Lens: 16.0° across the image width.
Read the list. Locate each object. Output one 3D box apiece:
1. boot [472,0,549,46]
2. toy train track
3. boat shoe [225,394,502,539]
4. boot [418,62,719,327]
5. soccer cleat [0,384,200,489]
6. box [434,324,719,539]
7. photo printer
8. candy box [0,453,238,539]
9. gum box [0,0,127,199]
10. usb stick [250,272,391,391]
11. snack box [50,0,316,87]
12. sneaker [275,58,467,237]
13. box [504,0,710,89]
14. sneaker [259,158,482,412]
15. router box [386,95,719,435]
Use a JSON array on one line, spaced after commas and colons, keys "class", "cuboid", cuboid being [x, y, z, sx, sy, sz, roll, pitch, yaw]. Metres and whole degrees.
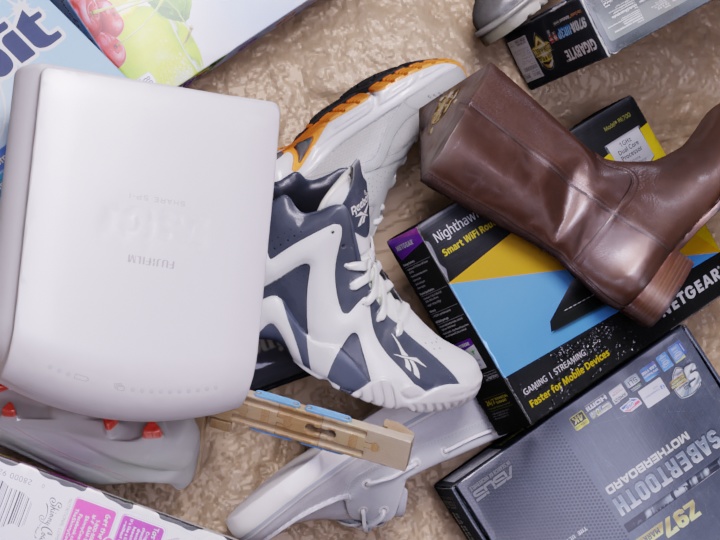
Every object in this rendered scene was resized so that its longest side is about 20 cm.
[{"class": "boot", "cuboid": [0.070, -0.273, 1.708, 0.200, 0.073, 0.182, 43, 63, -14]}, {"class": "toy train track", "cuboid": [-0.062, 0.082, 1.606, 0.200, 0.033, 0.115, 16, 121, 9]}, {"class": "boat shoe", "cuboid": [0.008, 0.131, 1.664, 0.200, 0.072, 0.069, -31, 90, -24]}, {"class": "boot", "cuboid": [0.144, -0.086, 1.654, 0.200, 0.064, 0.187, 34, 61, -9]}, {"class": "soccer cleat", "cuboid": [-0.196, 0.095, 1.599, 0.200, 0.078, 0.069, 13, 51, 15]}, {"class": "box", "cuboid": [0.173, 0.154, 1.706, 0.200, 0.051, 0.158, -33, 95, -13]}, {"class": "photo printer", "cuboid": [-0.135, -0.012, 1.518, 0.166, 0.069, 0.200, 9, 82, -22]}, {"class": "candy box", "cuboid": [-0.168, 0.165, 1.578, 0.200, 0.136, 0.061, 21, 83, -11]}, {"class": "gum box", "cuboid": [-0.249, -0.108, 1.580, 0.170, 0.045, 0.200, -39, 76, -27]}, {"class": "usb stick", "cuboid": [-0.067, 0.052, 1.665, 0.200, 0.033, 0.056, -19, 97, -14]}, {"class": "snack box", "cuboid": [-0.112, -0.220, 1.660, 0.200, 0.068, 0.169, -36, 94, -16]}, {"class": "sneaker", "cuboid": [-0.004, -0.061, 1.678, 0.200, 0.076, 0.092, -36, 102, -6]}, {"class": "box", "cuboid": [0.207, -0.193, 1.689, 0.200, 0.159, 0.046, -29, 94, -15]}, {"class": "sneaker", "cuboid": [0.000, 0.000, 1.601, 0.199, 0.080, 0.130, 25, 112, 2]}, {"class": "router box", "cuboid": [0.135, -0.005, 1.687, 0.200, 0.051, 0.149, -32, 93, -30]}]
